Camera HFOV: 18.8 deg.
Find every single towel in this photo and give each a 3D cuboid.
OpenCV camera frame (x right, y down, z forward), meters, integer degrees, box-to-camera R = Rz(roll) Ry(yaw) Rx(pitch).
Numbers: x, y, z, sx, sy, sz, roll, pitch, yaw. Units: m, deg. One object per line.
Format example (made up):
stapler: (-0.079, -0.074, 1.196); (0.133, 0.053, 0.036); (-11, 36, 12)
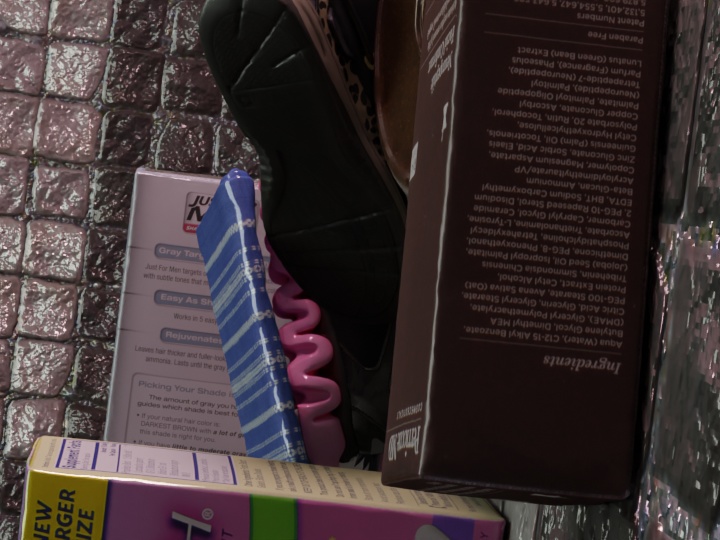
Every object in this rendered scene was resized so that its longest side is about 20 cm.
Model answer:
towel: (-0.044, 0.057, 1.066); (0.145, 0.024, 0.201); (133, 124, -77)

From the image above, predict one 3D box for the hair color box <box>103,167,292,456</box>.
hair color box: (-0.089, 0.048, 1.214); (0.061, 0.099, 0.201); (-128, 45, -83)

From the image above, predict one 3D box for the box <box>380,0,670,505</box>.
box: (0.054, -0.024, 0.728); (0.100, 0.075, 0.201); (132, 143, -80)

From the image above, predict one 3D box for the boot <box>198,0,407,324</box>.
boot: (-0.002, -0.090, 1.025); (0.200, 0.073, 0.151); (65, -146, -35)

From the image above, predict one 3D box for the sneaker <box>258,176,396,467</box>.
sneaker: (0.000, 0.000, 1.094); (0.079, 0.095, 0.201); (157, 106, -86)

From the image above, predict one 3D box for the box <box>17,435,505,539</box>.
box: (-0.051, 0.173, 0.925); (0.097, 0.199, 0.177); (-145, 62, -84)

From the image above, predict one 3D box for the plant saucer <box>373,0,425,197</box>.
plant saucer: (0.046, -0.109, 0.895); (0.200, 0.034, 0.201); (-174, 90, -71)

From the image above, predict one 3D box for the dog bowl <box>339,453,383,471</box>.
dog bowl: (-0.012, 0.072, 1.281); (0.200, 0.073, 0.201); (-173, 90, -84)
